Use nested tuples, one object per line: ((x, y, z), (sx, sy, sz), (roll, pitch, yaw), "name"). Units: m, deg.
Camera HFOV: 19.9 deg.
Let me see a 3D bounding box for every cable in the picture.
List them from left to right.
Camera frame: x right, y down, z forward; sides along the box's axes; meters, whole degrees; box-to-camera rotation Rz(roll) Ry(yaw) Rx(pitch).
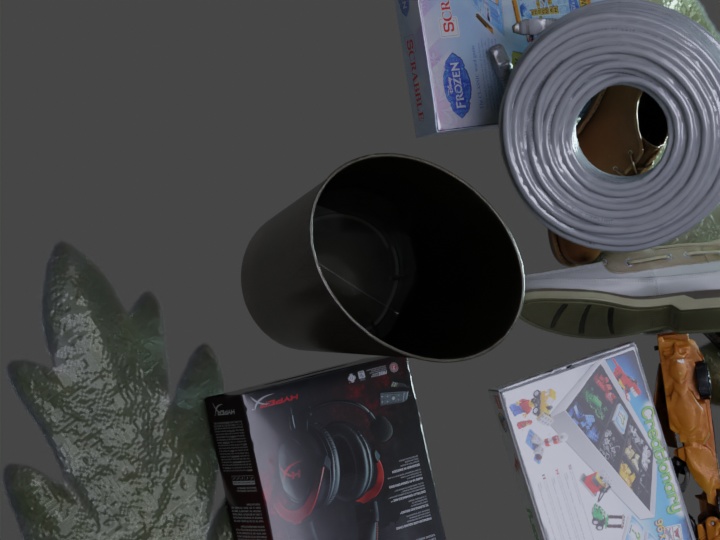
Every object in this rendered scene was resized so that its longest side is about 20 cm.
((0.209, -0.115, 1.630), (0.199, 0.069, 0.201), (-12, 98, 15), "cable")

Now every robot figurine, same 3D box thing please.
((0.315, 0.146, 1.737), (0.144, 0.058, 0.201), (-8, 94, 11), "robot figurine")

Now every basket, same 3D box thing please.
((0.000, 0.000, 1.537), (0.180, 0.200, 0.136), (31, 73, -20), "basket")

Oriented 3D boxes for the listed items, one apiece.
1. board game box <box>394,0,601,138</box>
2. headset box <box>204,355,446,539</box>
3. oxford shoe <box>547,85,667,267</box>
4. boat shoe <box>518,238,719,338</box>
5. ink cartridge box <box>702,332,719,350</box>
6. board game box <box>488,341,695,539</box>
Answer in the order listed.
((0.124, -0.220, 1.709), (0.199, 0.041, 0.201), (-8, 89, -27), "board game box")
((-0.021, 0.177, 1.578), (0.148, 0.075, 0.201), (-12, 90, -27), "headset box")
((0.211, -0.091, 1.699), (0.071, 0.071, 0.201), (10, 105, -34), "oxford shoe")
((0.224, 0.012, 1.704), (0.199, 0.075, 0.069), (1, 64, -4), "boat shoe")
((0.415, 0.030, 1.830), (0.198, 0.047, 0.200), (43, 67, -15), "ink cartridge box")
((0.195, 0.173, 1.694), (0.126, 0.035, 0.201), (-18, 93, -13), "board game box")
